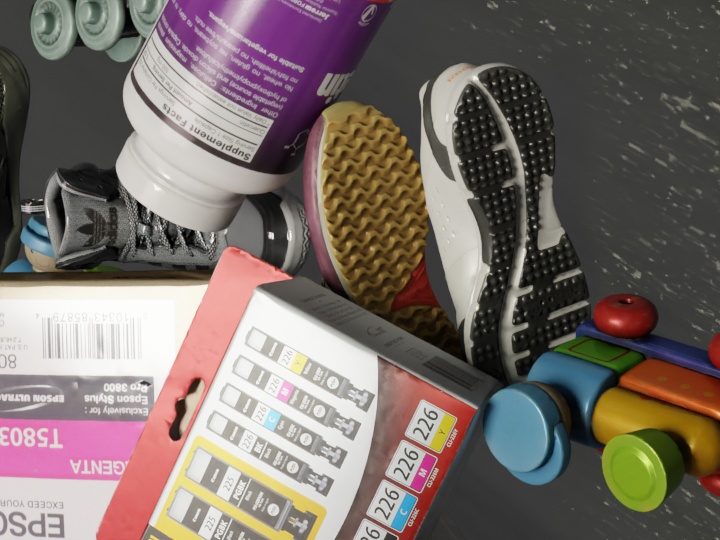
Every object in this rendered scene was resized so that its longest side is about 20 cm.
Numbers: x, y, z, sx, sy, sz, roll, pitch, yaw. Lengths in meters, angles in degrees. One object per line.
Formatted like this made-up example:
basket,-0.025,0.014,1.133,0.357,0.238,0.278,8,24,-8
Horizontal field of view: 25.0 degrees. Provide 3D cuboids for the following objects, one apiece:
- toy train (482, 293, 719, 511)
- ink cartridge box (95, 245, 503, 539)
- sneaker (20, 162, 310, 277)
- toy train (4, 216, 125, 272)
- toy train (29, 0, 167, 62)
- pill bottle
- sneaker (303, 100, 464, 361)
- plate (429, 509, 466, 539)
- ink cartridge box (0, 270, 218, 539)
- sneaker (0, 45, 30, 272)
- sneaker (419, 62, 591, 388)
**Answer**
toy train,0.165,0.083,0.790,0.199,0.115,0.085,18,117,39
ink cartridge box,-0.048,0.113,0.860,0.175,0.084,0.201,27,100,11
sneaker,-0.130,-0.027,1.035,0.199,0.113,0.076,13,104,42
toy train,-0.185,0.051,1.144,0.199,0.084,0.117,30,107,33
toy train,-0.144,-0.195,1.023,0.199,0.085,0.115,-2,93,44
pill bottle,-0.060,-0.124,0.913,0.112,0.112,0.201,43,116,25
sneaker,0.000,0.000,0.939,0.090,0.075,0.202,12,121,59
plate,0.010,0.155,0.986,0.200,0.032,0.200,53,156,16
ink cartridge box,-0.164,0.084,0.975,0.198,0.075,0.167,-1,94,14
sneaker,-0.308,-0.062,1.202,0.076,0.114,0.201,33,127,33
sneaker,0.075,-0.020,0.889,0.080,0.073,0.202,-143,44,-64
